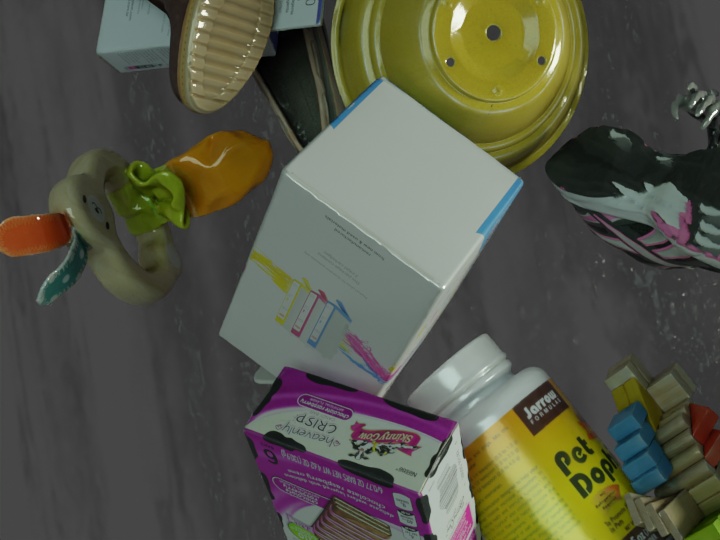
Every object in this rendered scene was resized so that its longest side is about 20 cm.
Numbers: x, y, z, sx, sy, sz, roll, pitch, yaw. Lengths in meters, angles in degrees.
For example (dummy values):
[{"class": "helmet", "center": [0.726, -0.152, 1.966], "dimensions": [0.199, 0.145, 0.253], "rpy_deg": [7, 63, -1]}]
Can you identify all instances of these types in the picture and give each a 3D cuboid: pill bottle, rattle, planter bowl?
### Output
[{"class": "pill bottle", "center": [0.122, 0.147, 0.862], "dimensions": [0.109, 0.109, 0.201], "rpy_deg": [-41, 79, 10]}, {"class": "rattle", "center": [-0.156, -0.043, 0.897], "dimensions": [0.140, 0.200, 0.133], "rpy_deg": [-6, 86, 14]}, {"class": "planter bowl", "center": [0.083, -0.162, 0.857], "dimensions": [0.197, 0.083, 0.204], "rpy_deg": [-1, 93, -12]}]

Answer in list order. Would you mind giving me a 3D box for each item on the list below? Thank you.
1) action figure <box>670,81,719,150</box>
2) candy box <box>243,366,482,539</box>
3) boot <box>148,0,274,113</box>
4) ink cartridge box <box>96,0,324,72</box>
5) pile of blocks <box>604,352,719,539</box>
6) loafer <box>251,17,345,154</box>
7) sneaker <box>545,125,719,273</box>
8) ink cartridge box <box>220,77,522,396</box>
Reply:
[{"class": "action figure", "center": [0.273, -0.106, 0.833], "dimensions": [0.117, 0.102, 0.204], "rpy_deg": [11, 95, 31]}, {"class": "candy box", "center": [0.010, 0.167, 0.840], "dimensions": [0.135, 0.202, 0.061], "rpy_deg": [15, 52, 28]}, {"class": "boot", "center": [-0.138, -0.209, 0.893], "dimensions": [0.164, 0.072, 0.204], "rpy_deg": [4, 79, 40]}, {"class": "ink cartridge box", "center": [-0.099, -0.256, 0.936], "dimensions": [0.197, 0.043, 0.200], "rpy_deg": [0, 73, 24]}, {"class": "pile of blocks", "center": [0.219, 0.135, 0.820], "dimensions": [0.062, 0.081, 0.202], "rpy_deg": [-40, 53, 32]}, {"class": "loafer", "center": [-0.059, -0.171, 0.947], "dimensions": [0.071, 0.063, 0.202], "rpy_deg": [-28, 81, 13]}, {"class": "sneaker", "center": [0.222, -0.035, 0.831], "dimensions": [0.080, 0.087, 0.199], "rpy_deg": [-45, 43, -9]}, {"class": "ink cartridge box", "center": [0.000, 0.000, 0.851], "dimensions": [0.124, 0.129, 0.201], "rpy_deg": [35, 138, 7]}]
